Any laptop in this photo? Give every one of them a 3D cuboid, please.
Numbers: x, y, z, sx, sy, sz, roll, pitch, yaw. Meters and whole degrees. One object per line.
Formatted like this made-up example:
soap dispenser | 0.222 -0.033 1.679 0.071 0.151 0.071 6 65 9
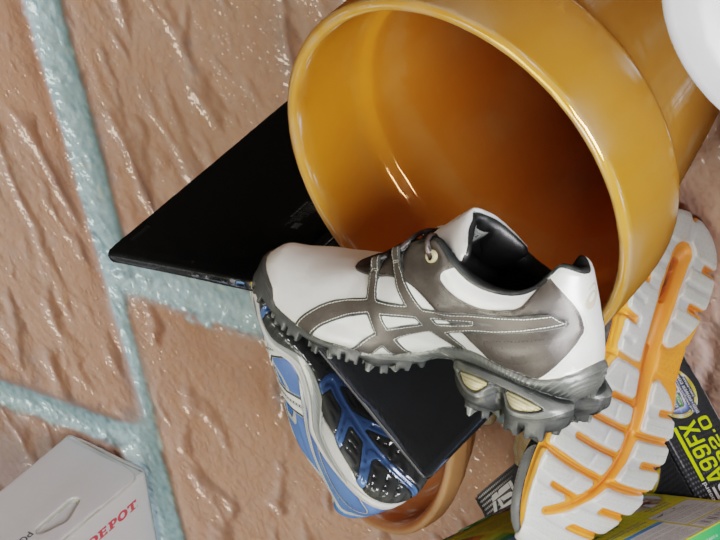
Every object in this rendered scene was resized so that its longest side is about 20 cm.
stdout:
laptop | 0.000 0.000 1.453 0.199 0.187 0.117 11 129 38

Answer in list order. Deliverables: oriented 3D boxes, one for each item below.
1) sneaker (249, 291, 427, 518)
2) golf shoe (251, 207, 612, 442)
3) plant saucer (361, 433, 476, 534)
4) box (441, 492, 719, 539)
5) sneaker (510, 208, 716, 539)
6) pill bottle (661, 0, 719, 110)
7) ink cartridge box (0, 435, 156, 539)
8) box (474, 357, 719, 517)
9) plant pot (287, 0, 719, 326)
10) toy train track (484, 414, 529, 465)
sneaker | -0.026 0.055 1.508 0.077 0.075 0.201 -51 54 58
golf shoe | 0.036 0.005 1.228 0.199 0.078 0.095 19 118 30
plant saucer | 0.013 0.059 1.557 0.200 0.037 0.202 34 130 51
box | 0.117 0.164 1.436 0.199 0.117 0.049 3 111 55
sneaker | 0.129 0.060 1.405 0.078 0.201 0.077 32 168 -34
pill bottle | 0.226 -0.149 1.086 0.119 0.200 0.120 26 138 26
ink cartridge box | -0.225 0.247 1.931 0.083 0.145 0.201 24 137 32
box | 0.162 0.161 1.515 0.161 0.044 0.200 62 145 13
plant pot | 0.095 -0.091 1.282 0.199 0.183 0.201 26 138 25
toy train track | 0.069 0.058 1.525 0.200 0.032 0.115 37 134 38
